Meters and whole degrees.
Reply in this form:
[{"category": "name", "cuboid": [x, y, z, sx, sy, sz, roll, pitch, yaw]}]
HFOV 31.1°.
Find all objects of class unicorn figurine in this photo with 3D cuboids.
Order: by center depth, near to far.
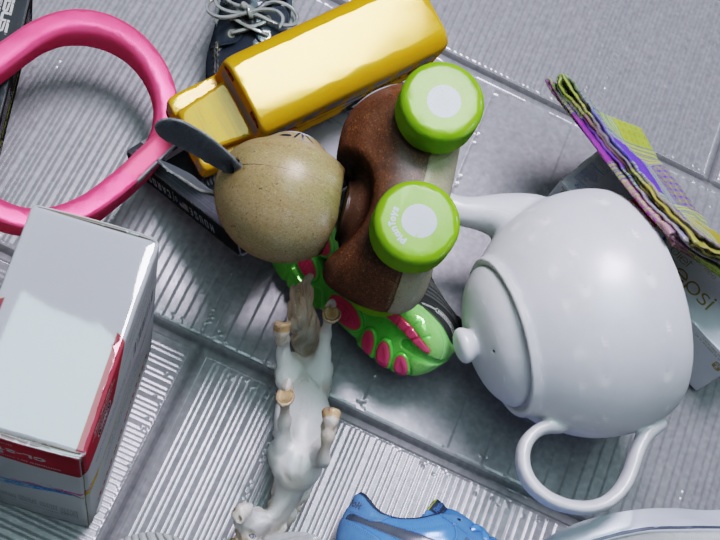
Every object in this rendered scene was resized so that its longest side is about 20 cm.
[{"category": "unicorn figurine", "cuboid": [-0.049, 0.111, 0.915, 0.074, 0.137, 0.200, 20, 51, 5]}]

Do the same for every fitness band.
[{"category": "fitness band", "cuboid": [-0.219, -0.107, 0.943, 0.144, 0.037, 0.200, 44, 58, -1]}]

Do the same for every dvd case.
[{"category": "dvd case", "cuboid": [-0.059, -0.103, 1.003, 0.200, 0.025, 0.150, -34, 48, -23]}]

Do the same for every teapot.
[{"category": "teapot", "cuboid": [0.140, 0.044, 0.948, 0.146, 0.198, 0.200, -15, 28, -13]}]

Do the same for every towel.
[{"category": "towel", "cuboid": [0.227, -0.065, 0.984, 0.144, 0.023, 0.200, 24, 28, -45]}]

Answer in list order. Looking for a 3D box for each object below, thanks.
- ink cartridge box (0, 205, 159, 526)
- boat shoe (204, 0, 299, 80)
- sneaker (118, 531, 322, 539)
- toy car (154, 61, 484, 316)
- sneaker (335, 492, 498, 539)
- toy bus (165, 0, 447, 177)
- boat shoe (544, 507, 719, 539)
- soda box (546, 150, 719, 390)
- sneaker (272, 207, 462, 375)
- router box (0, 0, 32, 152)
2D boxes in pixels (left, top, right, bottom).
[{"category": "ink cartridge box", "cuboid": [-0.194, 0.070, 0.844, 0.083, 0.200, 0.146, 16, 65, -4]}, {"category": "boat shoe", "cuboid": [-0.083, -0.201, 1.035, 0.075, 0.062, 0.200, 8, 56, 7]}, {"category": "sneaker", "cuboid": [-0.086, 0.236, 0.875, 0.199, 0.130, 0.080, -14, 45, 18]}, {"category": "toy car", "cuboid": [-0.038, -0.065, 0.865, 0.200, 0.164, 0.158, 14, 74, -4]}, {"category": "sneaker", "cuboid": [0.081, 0.205, 0.915, 0.200, 0.066, 0.078, 12, 71, 4]}, {"category": "toy bus", "cuboid": [-0.040, -0.142, 0.950, 0.200, 0.078, 0.065, -28, 89, -17]}, {"category": "boat shoe", "cuboid": [0.231, 0.229, 0.950, 0.202, 0.075, 0.086, 3, 51, -19]}, {"category": "soda box", "cuboid": [0.238, -0.003, 1.050, 0.064, 0.068, 0.200, -37, 81, -24]}, {"category": "sneaker", "cuboid": [0.000, 0.000, 1.000, 0.200, 0.077, 0.084, 49, 31, 15]}, {"category": "router box", "cuboid": [-0.339, -0.132, 0.964, 0.150, 0.062, 0.200, 11, 67, -11]}]
